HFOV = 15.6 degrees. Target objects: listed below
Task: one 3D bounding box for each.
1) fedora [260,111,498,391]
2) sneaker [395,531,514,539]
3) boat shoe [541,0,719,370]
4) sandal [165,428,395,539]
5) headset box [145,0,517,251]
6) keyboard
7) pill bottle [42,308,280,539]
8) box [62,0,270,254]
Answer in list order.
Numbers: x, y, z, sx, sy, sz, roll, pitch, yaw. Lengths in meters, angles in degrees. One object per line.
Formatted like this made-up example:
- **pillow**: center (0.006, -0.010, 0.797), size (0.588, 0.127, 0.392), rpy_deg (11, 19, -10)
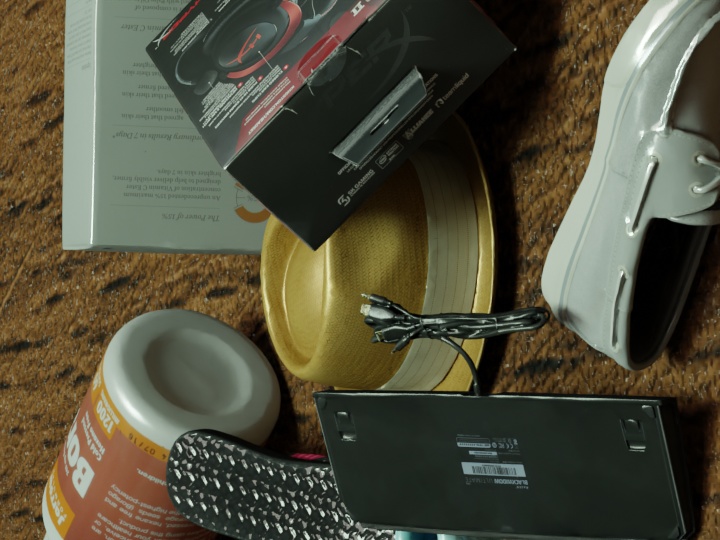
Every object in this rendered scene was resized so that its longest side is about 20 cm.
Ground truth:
- **fedora**: center (0.000, 0.000, 1.412), size (0.200, 0.082, 0.202), rpy_deg (-6, 83, 61)
- **sneaker**: center (0.040, 0.185, 1.327), size (0.074, 0.082, 0.201), rpy_deg (-20, 71, 61)
- **boat shoe**: center (0.139, -0.043, 1.172), size (0.069, 0.072, 0.201), rpy_deg (45, 126, 35)
- **sandal**: center (-0.027, 0.134, 1.472), size (0.200, 0.045, 0.075), rpy_deg (20, 105, 39)
- **headset box**: center (-0.017, -0.111, 1.364), size (0.149, 0.075, 0.200), rpy_deg (-45, 29, 5)
- **keyboard**: center (0.062, 0.068, 1.244), size (0.199, 0.021, 0.128), rpy_deg (-1, 112, 35)
- **pill bottle**: center (-0.132, 0.128, 1.627), size (0.200, 0.112, 0.112), rpy_deg (-62, 38, 40)
- **box**: center (-0.108, -0.111, 1.569), size (0.097, 0.124, 0.201), rpy_deg (178, 94, -73)
